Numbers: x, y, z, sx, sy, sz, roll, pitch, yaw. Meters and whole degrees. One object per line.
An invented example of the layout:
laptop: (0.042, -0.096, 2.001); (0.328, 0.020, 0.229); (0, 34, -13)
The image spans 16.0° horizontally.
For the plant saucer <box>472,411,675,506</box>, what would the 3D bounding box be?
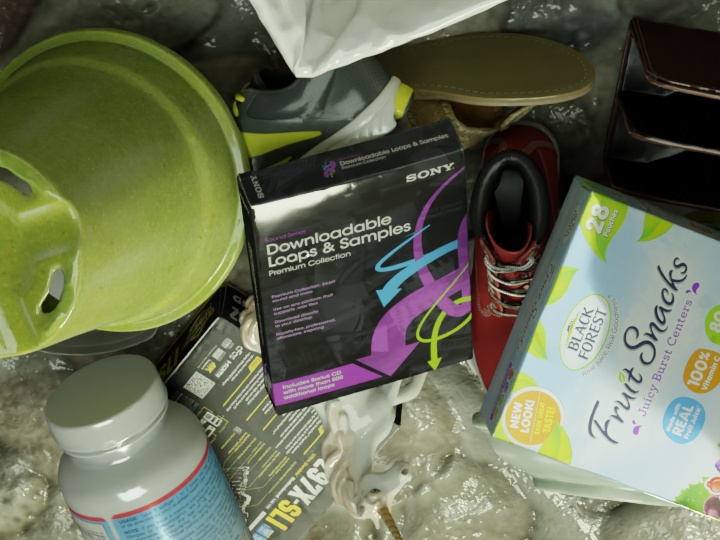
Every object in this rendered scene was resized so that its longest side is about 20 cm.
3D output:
plant saucer: (0.173, 0.131, 1.759); (0.199, 0.200, 0.051); (7, 87, -2)

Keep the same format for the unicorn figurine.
unicorn figurine: (-0.005, 0.080, 1.771); (0.200, 0.074, 0.137); (41, 79, 2)

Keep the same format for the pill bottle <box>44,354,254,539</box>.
pill bottle: (-0.144, 0.162, 1.785); (0.108, 0.109, 0.201); (-15, 120, 12)

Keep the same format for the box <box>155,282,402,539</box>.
box: (-0.091, 0.126, 1.852); (0.159, 0.049, 0.200); (30, 118, -18)

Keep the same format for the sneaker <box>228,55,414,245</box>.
sneaker: (-0.059, -0.085, 1.657); (0.200, 0.075, 0.085); (-34, 100, 21)

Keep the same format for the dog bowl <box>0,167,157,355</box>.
dog bowl: (-0.197, -0.040, 1.749); (0.199, 0.059, 0.201); (2, 121, 3)

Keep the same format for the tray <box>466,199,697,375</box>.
tray: (0.151, -0.002, 1.776); (0.199, 0.022, 0.108); (-19, 118, 14)

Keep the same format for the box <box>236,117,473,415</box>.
box: (0.000, 0.000, 1.655); (0.142, 0.036, 0.201); (-16, 136, -10)

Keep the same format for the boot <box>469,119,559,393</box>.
boot: (0.099, 0.011, 1.685); (0.072, 0.144, 0.201); (0, 105, 7)

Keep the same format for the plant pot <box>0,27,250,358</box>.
plant pot: (-0.191, -0.034, 1.579); (0.199, 0.184, 0.202); (5, 107, 18)

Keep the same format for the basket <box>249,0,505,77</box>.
basket: (0.013, -0.259, 1.543); (0.199, 0.161, 0.199); (-20, 119, 15)

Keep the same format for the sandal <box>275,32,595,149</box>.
sandal: (0.051, -0.109, 1.690); (0.210, 0.078, 0.070); (3, 128, 10)

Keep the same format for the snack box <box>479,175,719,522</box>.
snack box: (0.198, 0.056, 1.618); (0.199, 0.068, 0.169); (20, 99, -7)

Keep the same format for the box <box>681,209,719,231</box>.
box: (0.214, 0.027, 1.730); (0.117, 0.049, 0.200); (-21, 145, 12)

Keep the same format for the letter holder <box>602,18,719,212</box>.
letter holder: (0.266, -0.081, 1.641); (0.199, 0.142, 0.101); (9, 109, -3)
